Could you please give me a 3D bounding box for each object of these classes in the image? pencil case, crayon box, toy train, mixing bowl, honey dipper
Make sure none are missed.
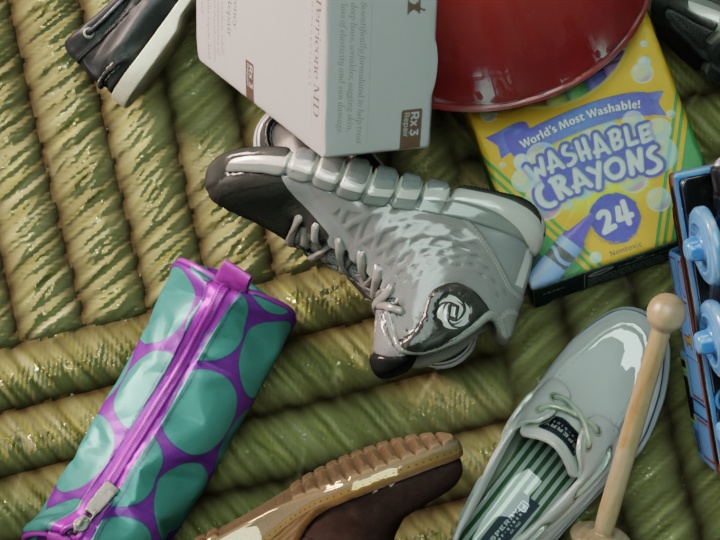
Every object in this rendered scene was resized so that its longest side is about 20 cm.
[{"bbox_3d":[-0.118,0.092,1.412,0.085,0.092,0.200,26,79,11],"label":"pencil case"},{"bbox_3d":[0.131,-0.093,1.455,0.126,0.052,0.200,-19,75,0],"label":"crayon box"},{"bbox_3d":[0.223,0.028,1.358,0.087,0.114,0.200,-13,99,-7],"label":"toy train"},{"bbox_3d":[0.071,-0.205,1.424,0.200,0.108,0.200,-7,52,9],"label":"mixing bowl"},{"bbox_3d":[0.154,0.105,1.361,0.038,0.038,0.200,18,110,9],"label":"honey dipper"}]

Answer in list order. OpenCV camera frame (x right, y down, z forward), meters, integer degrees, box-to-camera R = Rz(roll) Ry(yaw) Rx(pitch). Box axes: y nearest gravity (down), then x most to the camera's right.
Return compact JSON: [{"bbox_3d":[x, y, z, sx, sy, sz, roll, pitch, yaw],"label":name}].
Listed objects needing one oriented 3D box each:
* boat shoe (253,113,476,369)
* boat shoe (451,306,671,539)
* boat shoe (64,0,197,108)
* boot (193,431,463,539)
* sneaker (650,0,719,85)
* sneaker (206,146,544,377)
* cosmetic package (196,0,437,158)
[{"bbox_3d":[0.004,-0.028,1.448,0.069,0.057,0.200,-38,76,-4],"label":"boat shoe"},{"bbox_3d":[0.120,0.106,1.396,0.074,0.067,0.200,28,81,16],"label":"boat shoe"},{"bbox_3d":[-0.115,-0.200,1.493,0.066,0.075,0.199,35,91,0],"label":"boat shoe"},{"bbox_3d":[-0.001,0.200,1.374,0.200,0.072,0.166,-28,96,8],"label":"boot"},{"bbox_3d":[0.283,-0.153,1.449,0.200,0.075,0.116,28,75,-1],"label":"sneaker"},{"bbox_3d":[0.000,0.000,1.366,0.200,0.075,0.116,11,78,5],"label":"sneaker"},{"bbox_3d":[-0.029,-0.144,1.383,0.074,0.200,0.102,-7,112,-22],"label":"cosmetic package"}]
